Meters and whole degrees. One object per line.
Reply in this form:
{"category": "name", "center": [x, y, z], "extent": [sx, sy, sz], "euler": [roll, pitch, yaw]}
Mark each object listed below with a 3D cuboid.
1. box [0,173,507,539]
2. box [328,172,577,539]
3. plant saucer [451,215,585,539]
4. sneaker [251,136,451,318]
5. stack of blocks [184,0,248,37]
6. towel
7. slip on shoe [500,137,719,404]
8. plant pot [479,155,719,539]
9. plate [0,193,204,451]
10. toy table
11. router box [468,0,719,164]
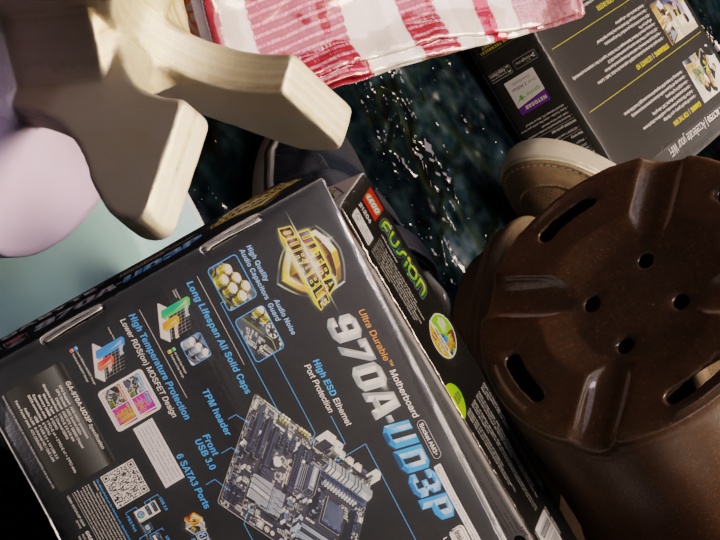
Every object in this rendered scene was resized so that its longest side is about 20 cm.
{"category": "box", "center": [-0.042, 0.086, 0.860], "extent": [0.158, 0.046, 0.201], "euler": [-30, 100, -11]}
{"category": "box", "center": [0.002, 0.065, 0.946], "extent": [0.201, 0.109, 0.035], "euler": [60, 32, -17]}
{"category": "plant saucer", "center": [0.084, 0.074, 1.073], "extent": [0.200, 0.029, 0.202], "euler": [-6, 90, -69]}
{"category": "sneaker", "center": [0.000, 0.000, 1.045], "extent": [0.078, 0.079, 0.201], "euler": [21, 49, -39]}
{"category": "stack of blocks", "center": [-0.117, -0.193, 1.030], "extent": [0.200, 0.059, 0.115], "euler": [48, 33, -4]}
{"category": "towel", "center": [0.007, -0.165, 0.995], "extent": [0.199, 0.023, 0.145], "euler": [-18, 96, -27]}
{"category": "slip on shoe", "center": [0.148, 0.010, 1.223], "extent": [0.200, 0.076, 0.061], "euler": [49, 49, -24]}
{"category": "plant pot", "center": [0.163, 0.061, 1.006], "extent": [0.198, 0.199, 0.202], "euler": [49, 34, -43]}
{"category": "plate", "center": [-0.137, 0.000, 0.927], "extent": [0.199, 0.026, 0.202], "euler": [29, 46, -34]}
{"category": "toy table", "center": [-0.097, -0.102, 0.872], "extent": [0.183, 0.116, 0.202], "euler": [24, 70, -52]}
{"category": "router box", "center": [0.154, -0.125, 1.331], "extent": [0.150, 0.051, 0.200], "euler": [59, 36, -3]}
